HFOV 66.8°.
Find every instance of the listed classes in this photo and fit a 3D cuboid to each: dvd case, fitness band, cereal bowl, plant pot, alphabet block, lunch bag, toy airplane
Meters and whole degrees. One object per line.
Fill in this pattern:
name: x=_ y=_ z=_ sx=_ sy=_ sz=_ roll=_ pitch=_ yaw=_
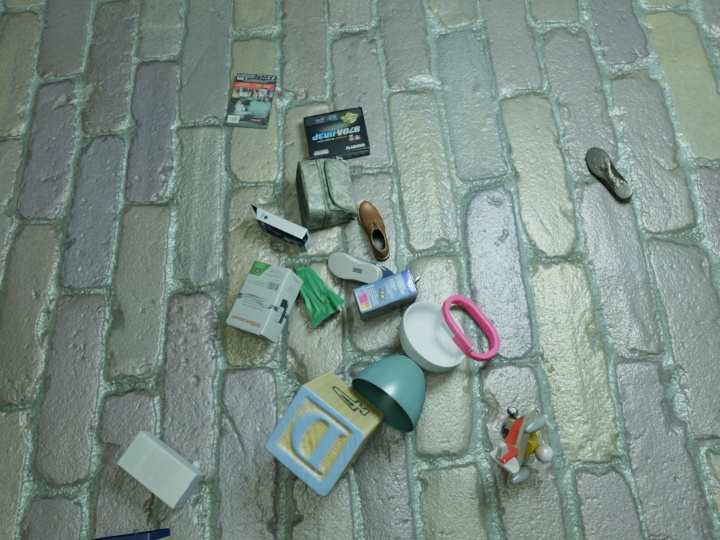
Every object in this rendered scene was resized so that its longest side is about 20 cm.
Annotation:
dvd case: x=-0.367 y=-0.575 z=1.846 sx=0.143 sy=0.022 sz=0.203 roll=5 pitch=70 yaw=5
fitness band: x=0.302 y=0.155 z=1.505 sx=0.143 sy=0.038 sz=0.201 roll=-23 pitch=70 yaw=-41
cereal bowl: x=0.187 y=0.191 z=1.492 sx=0.197 sy=0.084 sz=0.202 roll=17 pitch=47 yaw=-18
plant pot: x=0.094 y=0.303 z=1.431 sx=0.199 sy=0.201 sz=0.135 roll=36 pitch=62 yaw=15
alphabet block: x=-0.084 y=0.400 z=1.367 sx=0.195 sy=0.200 sz=0.197 roll=36 pitch=98 yaw=14
lunch bag: x=-0.102 y=-0.237 z=1.657 sx=0.165 sy=0.140 sz=0.203 roll=-6 pitch=70 yaw=-16
toy airplane: x=0.404 y=0.439 z=1.350 sx=0.139 sy=0.200 sz=0.201 roll=18 pitch=73 yaw=22

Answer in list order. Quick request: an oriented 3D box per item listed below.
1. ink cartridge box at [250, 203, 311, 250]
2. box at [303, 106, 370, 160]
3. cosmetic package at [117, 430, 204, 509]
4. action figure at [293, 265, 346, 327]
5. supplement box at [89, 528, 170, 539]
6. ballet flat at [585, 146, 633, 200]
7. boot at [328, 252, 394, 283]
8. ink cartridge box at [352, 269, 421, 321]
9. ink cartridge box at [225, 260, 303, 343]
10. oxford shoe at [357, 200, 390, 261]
ink cartridge box: x=-0.245 y=-0.129 z=1.642 sx=0.198 sy=0.100 sz=0.040 roll=25 pitch=75 yaw=12
box: x=-0.077 y=-0.435 z=1.765 sx=0.197 sy=0.046 sz=0.161 roll=-10 pitch=70 yaw=0
cosmetic package: x=-0.527 y=0.525 z=1.446 sx=0.198 sy=0.071 sz=0.102 roll=32 pitch=75 yaw=13
action figure: x=-0.137 y=0.058 z=1.594 sx=0.117 sy=0.055 sz=0.201 roll=-35 pitch=65 yaw=-7
supplement box: x=-0.583 y=0.758 z=1.335 sx=0.196 sy=0.135 sz=0.203 roll=-8 pitch=70 yaw=1
ballet flat: x=0.761 y=-0.294 z=1.669 sx=0.067 sy=0.046 sz=0.202 roll=-41 pitch=64 yaw=22
boot: x=0.000 y=0.000 z=1.604 sx=0.198 sy=0.090 sz=0.074 roll=22 pitch=98 yaw=37
ink cartridge box: x=0.084 y=0.067 z=1.533 sx=0.197 sy=0.137 sz=0.077 roll=-18 pitch=76 yaw=-3
ink cartridge box: x=-0.272 y=0.089 z=1.554 sx=0.145 sy=0.083 sz=0.202 roll=13 pitch=71 yaw=31
oxford shoe: x=0.043 y=-0.132 z=1.641 sx=0.070 sy=0.071 sz=0.202 roll=-21 pitch=69 yaw=-2
